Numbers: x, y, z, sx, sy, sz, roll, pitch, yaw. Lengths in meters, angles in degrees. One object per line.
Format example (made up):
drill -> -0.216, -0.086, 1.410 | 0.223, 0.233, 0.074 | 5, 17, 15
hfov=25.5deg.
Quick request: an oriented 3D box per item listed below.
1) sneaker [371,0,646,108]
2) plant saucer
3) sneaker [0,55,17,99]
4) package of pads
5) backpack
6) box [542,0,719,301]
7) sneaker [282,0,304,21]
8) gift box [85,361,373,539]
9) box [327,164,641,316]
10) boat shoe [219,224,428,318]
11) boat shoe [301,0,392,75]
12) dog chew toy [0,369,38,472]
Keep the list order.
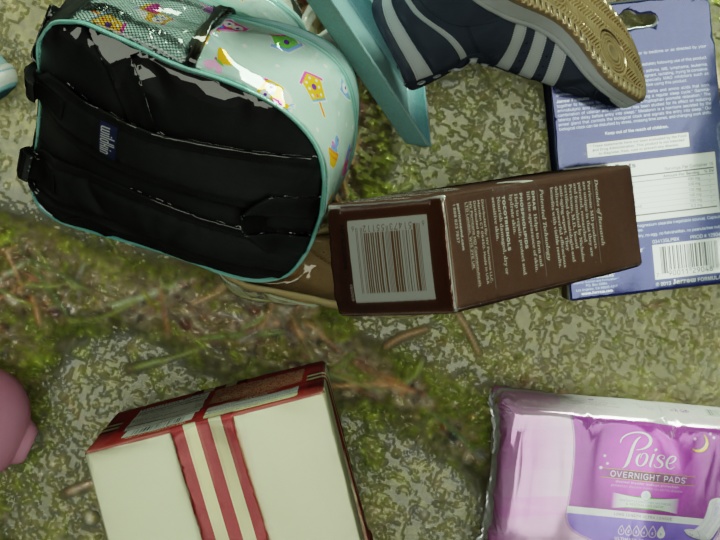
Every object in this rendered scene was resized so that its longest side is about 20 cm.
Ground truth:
sneaker -> 0.095, -0.148, 1.041 | 0.108, 0.199, 0.071 | -28, 51, 35
plant saucer -> -0.008, -0.162, 1.007 | 0.019, 0.070, 0.200 | -21, 133, 18
sneaker -> -0.341, -0.145, 1.072 | 0.198, 0.080, 0.132 | -18, 95, -1
package of pads -> 0.181, 0.149, 1.101 | 0.198, 0.076, 0.122 | 5, 95, -1
backpack -> -0.098, -0.094, 1.019 | 0.198, 0.154, 0.177 | 24, 132, 9
box -> 0.192, -0.086, 1.108 | 0.120, 0.032, 0.202 | -6, 95, -1
sneaker -> -0.118, -0.210, 1.072 | 0.200, 0.079, 0.074 | 42, 90, -5
gift box -> -0.082, 0.180, 1.041 | 0.183, 0.200, 0.189 | -14, 95, 5
box -> 0.083, -0.021, 1.014 | 0.100, 0.199, 0.076 | -3, 94, 43
boat shoe -> 0.000, 0.000, 1.094 | 0.198, 0.063, 0.074 | -3, 94, -1
boat shoe -> 0.019, -0.233, 1.057 | 0.086, 0.075, 0.203 | 22, 107, -42
dog chew toy -> -0.313, 0.078, 1.070 | 0.199, 0.125, 0.125 | 25, 93, -11
